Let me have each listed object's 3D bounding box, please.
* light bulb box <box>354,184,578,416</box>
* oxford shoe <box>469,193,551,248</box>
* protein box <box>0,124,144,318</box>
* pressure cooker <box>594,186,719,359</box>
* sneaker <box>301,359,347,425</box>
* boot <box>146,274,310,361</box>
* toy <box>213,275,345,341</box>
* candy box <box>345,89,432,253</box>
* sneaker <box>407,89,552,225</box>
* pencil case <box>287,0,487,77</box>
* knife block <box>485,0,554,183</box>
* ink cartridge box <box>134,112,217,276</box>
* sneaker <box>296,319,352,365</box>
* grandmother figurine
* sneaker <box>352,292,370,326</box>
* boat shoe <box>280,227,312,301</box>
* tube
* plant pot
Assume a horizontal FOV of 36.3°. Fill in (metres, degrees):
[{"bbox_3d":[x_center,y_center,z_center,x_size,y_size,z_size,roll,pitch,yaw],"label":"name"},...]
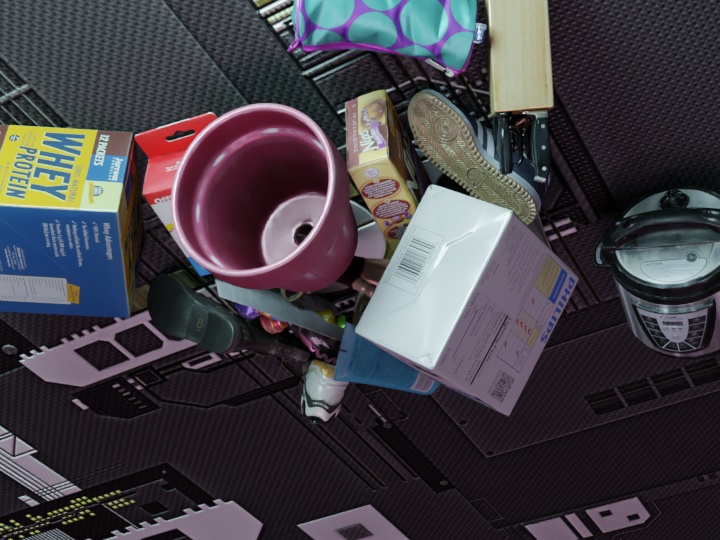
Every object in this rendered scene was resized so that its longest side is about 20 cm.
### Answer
[{"bbox_3d":[0.130,0.038,1.289,0.124,0.199,0.200,24,173,39],"label":"light bulb box"},{"bbox_3d":[0.202,-0.047,1.420,0.075,0.058,0.200,-17,135,22],"label":"oxford shoe"},{"bbox_3d":[-0.378,-0.058,1.343,0.198,0.136,0.199,3,139,-4],"label":"protein box"},{"bbox_3d":[0.402,-0.007,1.382,0.175,0.179,0.201,-36,136,-7],"label":"pressure cooker"},{"bbox_3d":[-0.061,0.180,1.602,0.075,0.088,0.200,18,173,2],"label":"sneaker"},{"bbox_3d":[-0.185,0.076,1.531,0.174,0.199,0.070,15,104,-57],"label":"boot"},{"bbox_3d":[-0.114,0.054,1.484,0.199,0.115,0.047,18,110,-23],"label":"toy"},{"bbox_3d":[0.043,-0.101,1.310,0.056,0.117,0.200,-16,137,17],"label":"candy box"},{"bbox_3d":[0.147,-0.148,1.305,0.200,0.109,0.070,45,131,-3],"label":"sneaker"},{"bbox_3d":[0.027,-0.260,1.148,0.198,0.093,0.085,7,176,-6],"label":"pencil case"},{"bbox_3d":[0.169,-0.198,1.154,0.063,0.177,0.201,-4,139,3],"label":"knife block"},{"bbox_3d":[-0.189,-0.091,1.358,0.115,0.068,0.200,-14,137,15],"label":"ink cartridge box"},{"bbox_3d":[0.005,0.095,1.585,0.199,0.079,0.096,20,113,-23],"label":"sneaker"},{"bbox_3d":[0.000,0.000,1.381,0.198,0.121,0.061,15,94,-8],"label":"grandmother figurine"},{"bbox_3d":[0.052,0.045,1.485,0.076,0.089,0.200,23,125,-21],"label":"sneaker"},{"bbox_3d":[-0.070,-0.043,1.416,0.073,0.063,0.201,11,138,-13],"label":"boat shoe"},{"bbox_3d":[0.036,0.131,1.512,0.050,0.078,0.199,1,166,40],"label":"tube"},{"bbox_3d":[-0.089,-0.061,1.250,0.198,0.202,0.179,-14,157,15],"label":"plant pot"}]
